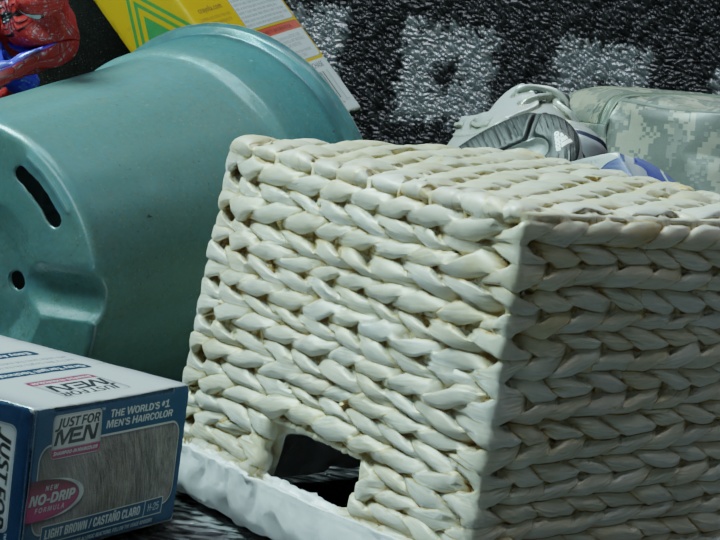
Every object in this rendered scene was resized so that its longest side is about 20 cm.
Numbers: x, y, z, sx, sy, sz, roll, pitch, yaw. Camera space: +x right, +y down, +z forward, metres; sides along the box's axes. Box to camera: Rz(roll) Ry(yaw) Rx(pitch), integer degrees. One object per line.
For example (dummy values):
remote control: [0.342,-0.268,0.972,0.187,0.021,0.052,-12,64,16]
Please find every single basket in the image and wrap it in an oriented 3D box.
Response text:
basket: [0.053,0.037,0.806,0.199,0.162,0.198,-1,12,-41]

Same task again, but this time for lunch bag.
lunch bag: [0.226,-0.025,1.315,0.139,0.201,0.168,1,7,-29]

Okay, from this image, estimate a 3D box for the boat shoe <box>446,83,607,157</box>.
boat shoe: [0.097,-0.080,1.143,0.071,0.070,0.200,18,-7,-12]

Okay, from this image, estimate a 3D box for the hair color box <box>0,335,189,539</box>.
hair color box: [-0.180,0.057,0.773,0.199,0.061,0.100,12,9,29]

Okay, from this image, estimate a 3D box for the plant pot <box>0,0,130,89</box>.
plant pot: [-0.194,-0.101,1.251,0.199,0.178,0.200,1,-13,-40]

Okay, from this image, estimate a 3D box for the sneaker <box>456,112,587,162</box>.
sneaker: [0.047,-0.006,1.037,0.200,0.076,0.115,-17,-40,24]

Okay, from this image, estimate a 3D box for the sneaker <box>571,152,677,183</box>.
sneaker: [0.106,0.019,0.984,0.115,0.199,0.081,6,51,-46]

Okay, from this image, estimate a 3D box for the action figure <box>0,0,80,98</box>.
action figure: [-0.200,-0.114,0.973,0.099,0.066,0.200,-15,0,-23]

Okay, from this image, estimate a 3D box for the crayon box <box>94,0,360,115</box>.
crayon box: [-0.097,-0.158,1.190,0.052,0.200,0.126,-36,-2,27]

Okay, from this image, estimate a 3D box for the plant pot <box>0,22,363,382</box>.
plant pot: [-0.123,-0.014,0.941,0.199,0.201,0.196,12,17,29]
